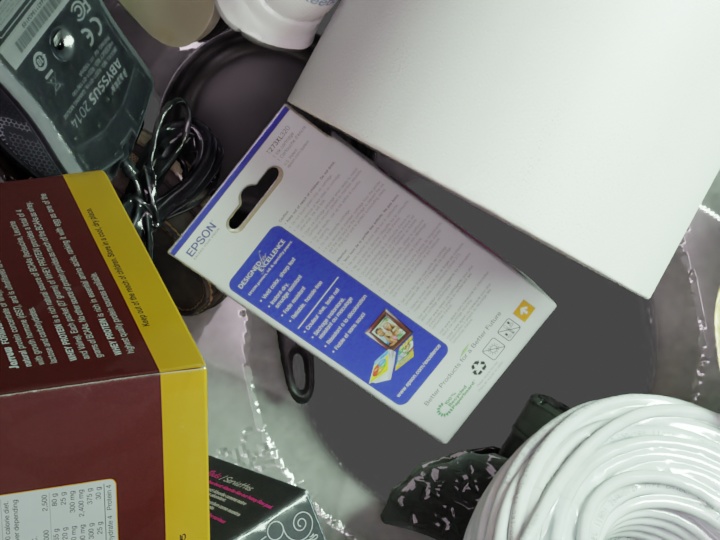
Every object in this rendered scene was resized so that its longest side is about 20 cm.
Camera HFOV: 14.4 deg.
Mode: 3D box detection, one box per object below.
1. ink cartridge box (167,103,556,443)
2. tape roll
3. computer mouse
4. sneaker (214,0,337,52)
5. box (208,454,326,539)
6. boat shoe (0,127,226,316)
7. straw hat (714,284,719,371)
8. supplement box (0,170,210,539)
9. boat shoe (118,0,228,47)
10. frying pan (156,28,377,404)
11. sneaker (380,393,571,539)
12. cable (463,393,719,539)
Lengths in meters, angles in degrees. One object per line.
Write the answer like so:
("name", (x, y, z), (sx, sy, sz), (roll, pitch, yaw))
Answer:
("ink cartridge box", (0.000, 0.000, 1.431), (0.200, 0.037, 0.095), (35, 97, -33))
("tape roll", (0.085, -0.094, 1.371), (0.202, 0.203, 0.140), (29, 92, -4))
("computer mouse", (-0.153, -0.087, 1.355), (0.053, 0.139, 0.201), (-4, 125, 39))
("sneaker", (-0.041, -0.210, 1.393), (0.087, 0.074, 0.201), (-36, 66, 44))
("box", (-0.094, 0.167, 1.358), (0.114, 0.200, 0.133), (-30, 112, -25))
("boat shoe", (-0.148, -0.047, 1.435), (0.200, 0.073, 0.075), (46, 139, 1))
("straw hat", (0.256, 0.022, 1.446), (0.200, 0.085, 0.202), (0, 91, -16))
("supplement box", (-0.184, 0.066, 1.225), (0.199, 0.197, 0.134), (-8, 118, -16))
("boat shoe", (-0.123, -0.203, 1.434), (0.074, 0.063, 0.202), (-40, 84, 35))
("frying pan", (-0.030, -0.040, 1.468), (0.115, 0.031, 0.191), (-29, 106, 2))
("sneaker", (0.118, 0.141, 1.480), (0.199, 0.060, 0.105), (33, 95, 1))
("cable", (0.144, 0.159, 1.369), (0.199, 0.069, 0.201), (27, 53, -9))
